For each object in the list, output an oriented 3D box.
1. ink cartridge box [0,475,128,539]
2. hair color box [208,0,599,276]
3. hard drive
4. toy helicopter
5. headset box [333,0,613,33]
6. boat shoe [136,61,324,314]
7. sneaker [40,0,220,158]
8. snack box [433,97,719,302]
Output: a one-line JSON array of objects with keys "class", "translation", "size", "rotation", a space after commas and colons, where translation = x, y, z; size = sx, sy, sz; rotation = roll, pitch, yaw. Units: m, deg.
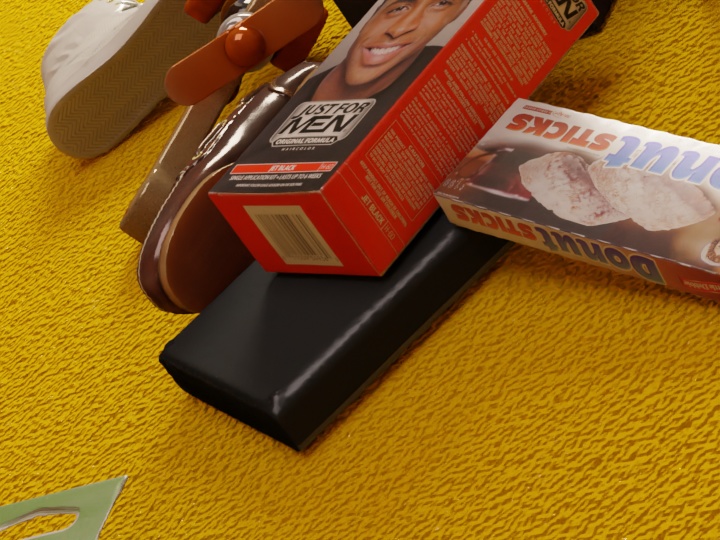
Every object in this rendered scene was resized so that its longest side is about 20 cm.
[{"class": "ink cartridge box", "translation": [-0.165, 0.192, 1.231], "size": [0.104, 0.059, 0.200], "rotation": [-17, 32, 33]}, {"class": "hair color box", "translation": [0.023, -0.087, 1.381], "size": [0.101, 0.061, 0.200], "rotation": [1, 44, 52]}, {"class": "hard drive", "translation": [0.000, 0.000, 1.374], "size": [0.200, 0.033, 0.140], "rotation": [-43, 28, -15]}, {"class": "toy helicopter", "translation": [-0.084, -0.106, 1.584], "size": [0.200, 0.079, 0.132], "rotation": [-62, 10, -12]}, {"class": "headset box", "translation": [0.035, -0.212, 1.486], "size": [0.148, 0.200, 0.075], "rotation": [-13, 34, 36]}, {"class": "boat shoe", "translation": [-0.065, -0.043, 1.483], "size": [0.070, 0.070, 0.200], "rotation": [-7, 31, 43]}, {"class": "sneaker", "translation": [-0.129, -0.166, 1.748], "size": [0.200, 0.074, 0.116], "rotation": [-35, 30, 6]}, {"class": "snack box", "translation": [0.126, -0.034, 1.255], "size": [0.200, 0.024, 0.072], "rotation": [18, 57, 46]}]
